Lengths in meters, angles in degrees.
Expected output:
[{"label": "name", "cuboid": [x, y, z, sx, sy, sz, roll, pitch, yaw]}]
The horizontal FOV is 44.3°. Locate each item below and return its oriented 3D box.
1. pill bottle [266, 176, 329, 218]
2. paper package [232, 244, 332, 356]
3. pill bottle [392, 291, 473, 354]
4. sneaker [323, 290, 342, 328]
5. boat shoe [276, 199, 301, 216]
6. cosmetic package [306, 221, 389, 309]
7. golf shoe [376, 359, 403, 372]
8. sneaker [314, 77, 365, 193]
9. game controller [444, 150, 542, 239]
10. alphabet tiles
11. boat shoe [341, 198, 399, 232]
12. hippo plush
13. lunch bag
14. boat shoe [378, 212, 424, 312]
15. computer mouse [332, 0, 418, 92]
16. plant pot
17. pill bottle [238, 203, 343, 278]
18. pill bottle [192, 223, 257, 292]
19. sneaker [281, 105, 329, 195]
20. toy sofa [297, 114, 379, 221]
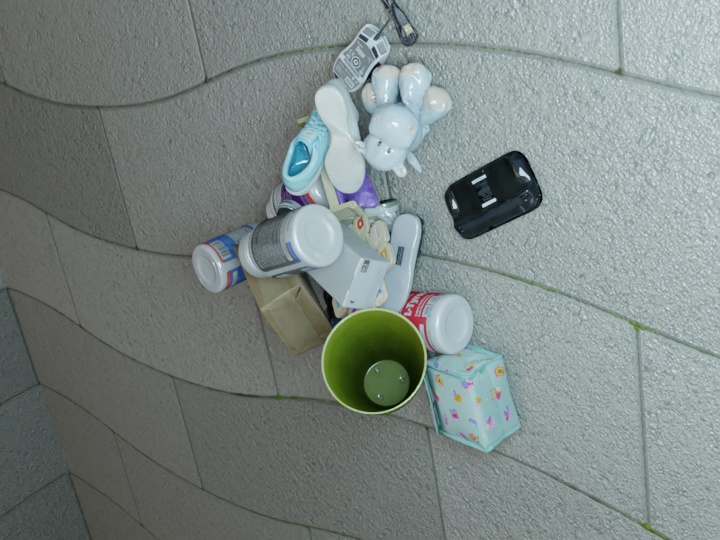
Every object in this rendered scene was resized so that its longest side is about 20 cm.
[{"label": "pill bottle", "cuboid": [-0.107, -0.146, 1.781, 0.200, 0.112, 0.113, -25, 93, 51]}, {"label": "paper package", "cuboid": [-0.157, 0.040, 1.821, 0.200, 0.103, 0.191, 62, 180, 41]}, {"label": "pill bottle", "cuboid": [0.108, 0.096, 1.693, 0.199, 0.112, 0.113, 2, 113, 46]}, {"label": "sneaker", "cuboid": [-0.034, 0.069, 1.858, 0.201, 0.078, 0.076, 101, 150, -44]}, {"label": "boat shoe", "cuboid": [-0.103, -0.058, 1.751, 0.068, 0.057, 0.200, -7, 140, 38]}, {"label": "cosmetic package", "cuboid": [-0.038, -0.018, 1.638, 0.200, 0.074, 0.102, 42, 117, 46]}, {"label": "golf shoe", "cuboid": [0.052, 0.181, 1.820, 0.200, 0.091, 0.076, -20, 98, 51]}, {"label": "sneaker", "cuboid": [-0.024, -0.238, 1.548, 0.075, 0.089, 0.201, 0, 118, 18]}, {"label": "game controller", "cuboid": [0.222, -0.126, 1.511, 0.200, 0.042, 0.105, -26, 78, 50]}, {"label": "alphabet tiles", "cuboid": [0.000, 0.000, 1.659, 0.200, 0.015, 0.197, -47, 47, 41]}, {"label": "boat shoe", "cuboid": [-0.001, -0.091, 1.733, 0.201, 0.074, 0.065, -11, 99, 42]}, {"label": "hippo plush", "cuboid": [0.044, -0.246, 1.502, 0.159, 0.161, 0.200, 34, 134, 7]}, {"label": "lunch bag", "cuboid": [0.186, 0.231, 1.686, 0.199, 0.122, 0.171, 11, 124, 52]}, {"label": "boat shoe", "cuboid": [0.078, -0.007, 1.642, 0.068, 0.057, 0.201, 19, 100, 24]}, {"label": "computer mouse", "cuboid": [0.020, -0.395, 1.560, 0.110, 0.044, 0.200, 52, 134, 3]}, {"label": "plant pot", "cuboid": [0.037, 0.186, 1.630, 0.187, 0.187, 0.200, 44, 173, 19]}, {"label": "pill bottle", "cuboid": [-0.132, -0.047, 1.614, 0.199, 0.114, 0.114, -13, 102, 50]}, {"label": "pill bottle", "cuboid": [-0.257, -0.037, 1.930, 0.112, 0.199, 0.113, 26, 128, 38]}, {"label": "sneaker", "cuboid": [-0.080, -0.231, 1.564, 0.074, 0.201, 0.082, 20, 172, 9]}, {"label": "toy sofa", "cuboid": [-0.040, -0.198, 1.638, 0.097, 0.083, 0.201, -18, 79, 9]}]
